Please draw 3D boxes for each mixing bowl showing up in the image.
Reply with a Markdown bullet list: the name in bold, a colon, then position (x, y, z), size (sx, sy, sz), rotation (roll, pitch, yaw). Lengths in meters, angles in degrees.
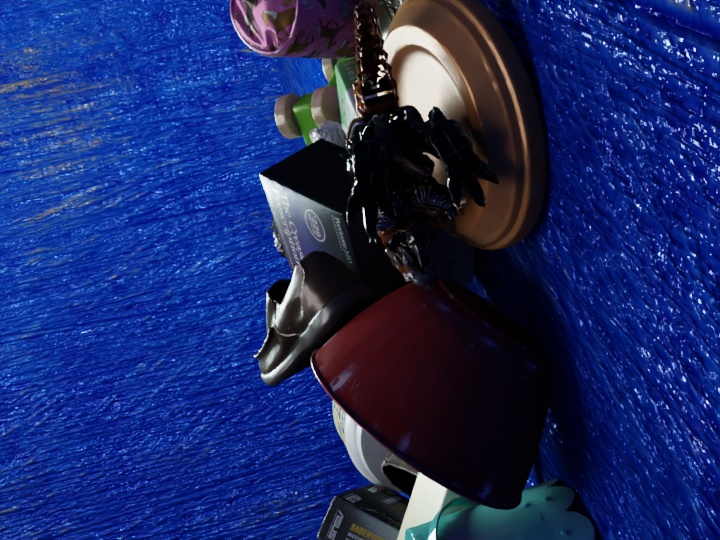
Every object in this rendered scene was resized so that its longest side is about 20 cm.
- **mixing bowl**: position (0.071, 0.077, 0.901), size (0.109, 0.199, 0.200), rotation (-57, 19, 10)

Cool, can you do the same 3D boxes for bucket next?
- **bucket**: position (0.120, 0.277, 0.933), size (0.207, 0.133, 0.210), rotation (167, 90, -83)

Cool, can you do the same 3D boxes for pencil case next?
- **pencil case**: position (-0.038, -0.248, 1.112), size (0.199, 0.086, 0.084), rotation (-20, -46, -57)

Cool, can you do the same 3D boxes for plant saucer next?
- **plant saucer**: position (0.065, -0.108, 0.863), size (0.200, 0.037, 0.202), rotation (50, 152, 40)

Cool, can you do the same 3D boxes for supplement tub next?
- **supplement tub**: position (0.046, 0.172, 1.349), size (0.200, 0.143, 0.146), rotation (-150, 47, -82)

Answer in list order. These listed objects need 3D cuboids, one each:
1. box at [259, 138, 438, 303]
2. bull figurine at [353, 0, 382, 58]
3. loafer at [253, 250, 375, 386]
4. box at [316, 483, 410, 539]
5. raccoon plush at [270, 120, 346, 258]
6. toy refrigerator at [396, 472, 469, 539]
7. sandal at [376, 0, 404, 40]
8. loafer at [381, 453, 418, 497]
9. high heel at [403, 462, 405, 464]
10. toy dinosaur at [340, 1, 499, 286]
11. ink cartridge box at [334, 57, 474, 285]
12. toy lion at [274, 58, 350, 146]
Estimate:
- **box**: position (0.000, 0.000, 1.039), size (0.141, 0.078, 0.202), rotation (24, 139, 50)
- **bull figurine**: position (0.019, -0.285, 1.060), size (0.121, 0.064, 0.202), rotation (116, 139, -74)
- **loafer**: position (-0.047, 0.037, 1.004), size (0.071, 0.073, 0.200), rotation (57, 147, 10)
- **box**: position (0.055, 0.283, 1.222), size (0.049, 0.157, 0.200), rotation (-67, -15, 0)
- **raccoon plush**: position (-0.029, -0.027, 1.143), size (0.201, 0.096, 0.135), rotation (81, 166, -53)
- **toy refrigerator**: position (0.084, 0.231, 1.050), size (0.070, 0.075, 0.202), rotation (-131, 54, -65)
- **sandal**: position (0.061, -0.156, 0.962), size (0.082, 0.054, 0.202), rotation (160, 96, -69)
- **loafer**: position (0.090, 0.237, 1.159), size (0.200, 0.070, 0.074), rotation (36, 145, 48)
- **high heel**: position (0.020, 0.090, 1.134), size (0.201, 0.067, 0.097), rotation (-113, 16, -46)
- **toy dinosaur**: position (0.020, -0.081, 0.834), size (0.201, 0.102, 0.136), rotation (54, -179, -20)
- **ink cartridge box**: position (0.042, -0.096, 1.126), size (0.147, 0.083, 0.201), rotation (83, 171, -45)
- **toy lion**: position (-0.009, -0.134, 1.299), size (0.200, 0.068, 0.193), rotation (-56, -49, -47)
